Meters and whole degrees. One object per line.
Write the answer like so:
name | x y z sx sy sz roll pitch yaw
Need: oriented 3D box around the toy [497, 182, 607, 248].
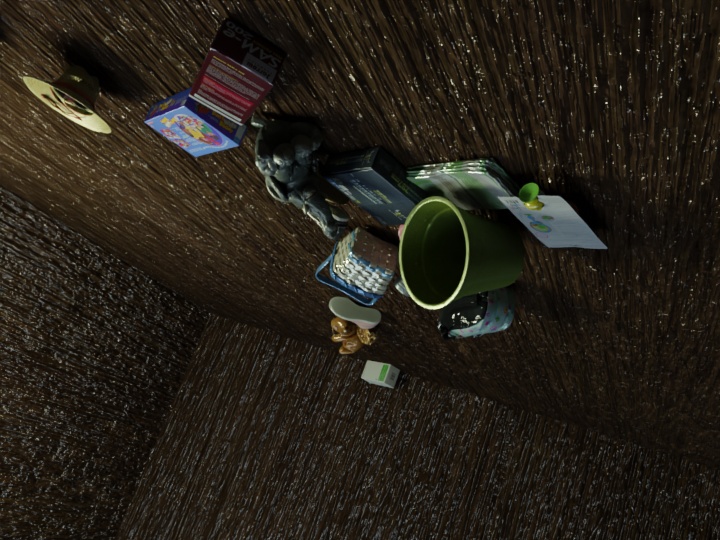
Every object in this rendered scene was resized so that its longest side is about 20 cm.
toy | 0.331 -0.095 1.080 0.114 0.048 0.199 5 164 45

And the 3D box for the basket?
basket | 0.000 0.000 1.598 0.174 0.141 0.200 26 134 -16

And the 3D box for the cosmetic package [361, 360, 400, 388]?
cosmetic package | 0.106 0.550 3.389 0.084 0.109 0.198 33 160 -34

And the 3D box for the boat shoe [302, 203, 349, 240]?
boat shoe | -0.105 -0.136 1.374 0.199 0.058 0.066 38 -154 30

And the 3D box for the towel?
towel | 0.191 -0.143 1.141 0.148 0.031 0.198 35 160 -36

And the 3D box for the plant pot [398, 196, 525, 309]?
plant pot | 0.204 -0.032 1.202 0.187 0.205 0.199 0 178 -34

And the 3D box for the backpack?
backpack | 0.286 0.087 1.583 0.124 0.171 0.199 7 169 -27

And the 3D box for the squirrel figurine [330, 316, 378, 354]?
squirrel figurine | -0.024 0.230 2.521 0.196 0.144 0.188 1 148 17

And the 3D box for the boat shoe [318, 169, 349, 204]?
boat shoe | -0.112 -0.187 1.316 0.198 0.075 0.062 26 170 -27

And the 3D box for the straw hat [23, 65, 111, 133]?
straw hat | -0.582 -0.371 1.310 0.198 0.086 0.201 25 168 6

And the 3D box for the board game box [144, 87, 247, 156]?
board game box | -0.339 -0.298 1.302 0.134 0.045 0.198 34 160 -36

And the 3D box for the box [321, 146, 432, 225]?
box | 0.043 -0.158 1.247 0.199 0.052 0.156 34 159 -37

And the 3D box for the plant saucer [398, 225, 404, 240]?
plant saucer | 0.174 -0.047 1.442 0.197 0.052 0.201 20 164 6

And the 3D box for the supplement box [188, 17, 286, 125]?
supplement box | -0.205 -0.316 1.038 0.108 0.062 0.199 27 164 -20

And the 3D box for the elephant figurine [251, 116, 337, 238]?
elephant figurine | -0.123 -0.174 1.211 0.139 0.157 0.202 -5 140 13

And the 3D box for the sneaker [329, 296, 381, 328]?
sneaker | -0.024 0.162 2.339 0.196 0.077 0.105 17 159 0

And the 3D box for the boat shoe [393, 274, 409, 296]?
boat shoe | 0.154 0.021 1.625 0.070 0.072 0.200 46 -159 18
